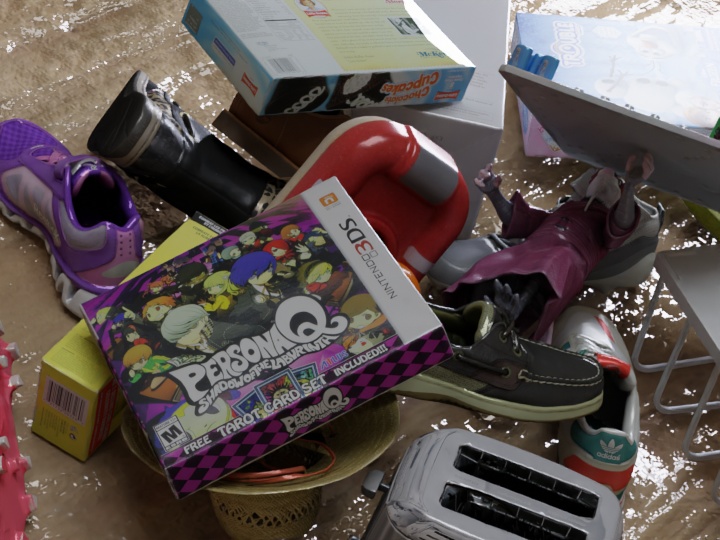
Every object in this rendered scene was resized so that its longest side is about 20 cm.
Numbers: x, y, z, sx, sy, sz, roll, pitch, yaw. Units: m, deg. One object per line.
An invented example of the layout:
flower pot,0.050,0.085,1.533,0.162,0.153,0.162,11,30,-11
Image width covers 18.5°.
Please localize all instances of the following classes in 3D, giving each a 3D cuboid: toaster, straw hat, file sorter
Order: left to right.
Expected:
straw hat,-0.064,0.135,1.475,0.199,0.086,0.201,-3,24,1
toaster,0.088,0.192,1.436,0.198,0.130,0.114,22,42,6
file sorter,0.303,0.089,1.620,0.138,0.125,0.201,-7,46,-23

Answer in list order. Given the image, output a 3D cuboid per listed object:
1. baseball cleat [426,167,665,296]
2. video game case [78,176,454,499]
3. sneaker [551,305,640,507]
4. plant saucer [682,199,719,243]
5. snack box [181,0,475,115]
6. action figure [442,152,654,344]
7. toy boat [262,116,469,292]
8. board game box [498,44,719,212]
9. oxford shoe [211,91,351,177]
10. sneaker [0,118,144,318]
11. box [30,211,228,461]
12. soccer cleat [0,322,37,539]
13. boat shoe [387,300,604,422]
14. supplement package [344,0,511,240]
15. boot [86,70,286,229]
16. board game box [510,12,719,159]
baseball cleat,0.144,-0.031,1.715,0.198,0.107,0.070,-4,31,-28
video game case,-0.065,0.039,1.438,0.199,0.036,0.182,-27,42,-7
sneaker,0.177,0.082,1.611,0.070,0.094,0.201,12,42,-5
plant saucer,0.378,-0.031,1.834,0.198,0.048,0.200,-16,51,-31
snack box,-0.022,-0.169,1.656,0.199,0.037,0.116,-7,45,-39
action figure,0.151,-0.007,1.624,0.133,0.150,0.200,7,35,38
toy boat,0.000,0.000,1.566,0.130,0.200,0.131,32,12,-36
board game box,0.216,-0.093,1.603,0.199,0.200,0.026,22,83,24
oxford shoe,-0.018,-0.082,1.681,0.200,0.072,0.071,37,0,-35
sneaker,-0.214,-0.057,1.642,0.080,0.089,0.200,-17,50,-30
box,-0.154,0.044,1.562,0.050,0.076,0.200,29,42,14
soccer cleat,-0.262,0.118,1.466,0.076,0.067,0.201,-18,50,9
boat shoe,0.078,0.054,1.499,0.199,0.067,0.072,9,24,-14
supplement package,0.051,-0.142,1.794,0.120,0.120,0.201,12,42,-3
boot,-0.128,-0.081,1.697,0.150,0.073,0.200,34,1,-14
board game box,0.232,-0.154,1.881,0.197,0.044,0.201,3,31,-3
